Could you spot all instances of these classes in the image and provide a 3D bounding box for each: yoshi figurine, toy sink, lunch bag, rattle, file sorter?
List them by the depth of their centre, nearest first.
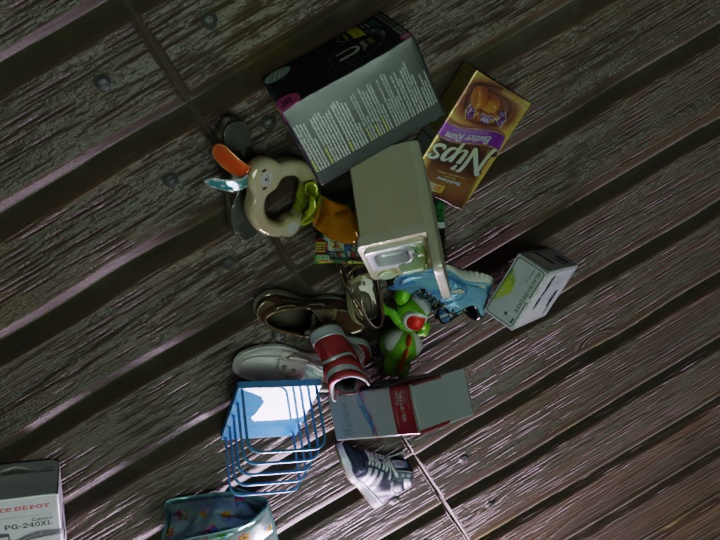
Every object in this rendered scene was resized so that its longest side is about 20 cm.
[{"bbox_3d":[-0.111,-0.099,1.125,0.130,0.143,0.200,-40,146,8],"label":"rattle"},{"bbox_3d":[0.053,-0.059,1.126,0.112,0.201,0.130,-12,157,8],"label":"toy sink"},{"bbox_3d":[-0.146,0.282,1.320,0.138,0.123,0.200,0,145,-20],"label":"file sorter"},{"bbox_3d":[0.077,0.082,1.363,0.112,0.112,0.201,-2,111,-64],"label":"yoshi figurine"},{"bbox_3d":[-0.250,0.496,1.452,0.199,0.122,0.171,-10,120,-7],"label":"lunch bag"}]

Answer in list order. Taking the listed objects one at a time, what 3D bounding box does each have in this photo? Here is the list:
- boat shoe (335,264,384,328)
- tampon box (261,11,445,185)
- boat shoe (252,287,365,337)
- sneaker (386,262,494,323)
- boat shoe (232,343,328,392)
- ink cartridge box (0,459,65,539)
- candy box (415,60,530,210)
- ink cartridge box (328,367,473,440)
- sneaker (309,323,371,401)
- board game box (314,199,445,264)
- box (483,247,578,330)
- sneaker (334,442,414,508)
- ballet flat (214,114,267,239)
[{"bbox_3d":[0.000,0.000,1.265,0.072,0.072,0.201,-15,105,-17],"label":"boat shoe"},{"bbox_3d":[-0.013,-0.242,1.097,0.200,0.150,0.126,-30,124,-1],"label":"tampon box"},{"bbox_3d":[-0.080,0.083,1.304,0.199,0.072,0.076,7,116,-22],"label":"boat shoe"},{"bbox_3d":[0.131,0.038,1.262,0.199,0.078,0.090,11,79,-28],"label":"sneaker"},{"bbox_3d":[-0.116,0.174,1.345,0.199,0.069,0.071,7,116,-22],"label":"boat shoe"},{"bbox_3d":[-0.574,0.426,1.321,0.145,0.083,0.201,-3,119,-17],"label":"ink cartridge box"},{"bbox_3d":[0.160,-0.207,1.234,0.116,0.057,0.200,22,111,-28],"label":"candy box"},{"bbox_3d":[0.065,0.228,1.337,0.145,0.200,0.083,-8,84,-46],"label":"ink cartridge box"},{"bbox_3d":[-0.018,0.164,1.308,0.071,0.113,0.200,-28,155,11],"label":"sneaker"},{"bbox_3d":[0.030,-0.059,1.217,0.199,0.105,0.023,0,156,1],"label":"board game box"},{"bbox_3d":[0.294,0.027,1.343,0.200,0.060,0.117,-11,133,-61],"label":"box"},{"bbox_3d":[0.032,0.371,1.505,0.108,0.070,0.200,-28,130,4],"label":"sneaker"},{"bbox_3d":[-0.182,-0.137,1.168,0.067,0.046,0.201,-29,132,-28],"label":"ballet flat"}]
